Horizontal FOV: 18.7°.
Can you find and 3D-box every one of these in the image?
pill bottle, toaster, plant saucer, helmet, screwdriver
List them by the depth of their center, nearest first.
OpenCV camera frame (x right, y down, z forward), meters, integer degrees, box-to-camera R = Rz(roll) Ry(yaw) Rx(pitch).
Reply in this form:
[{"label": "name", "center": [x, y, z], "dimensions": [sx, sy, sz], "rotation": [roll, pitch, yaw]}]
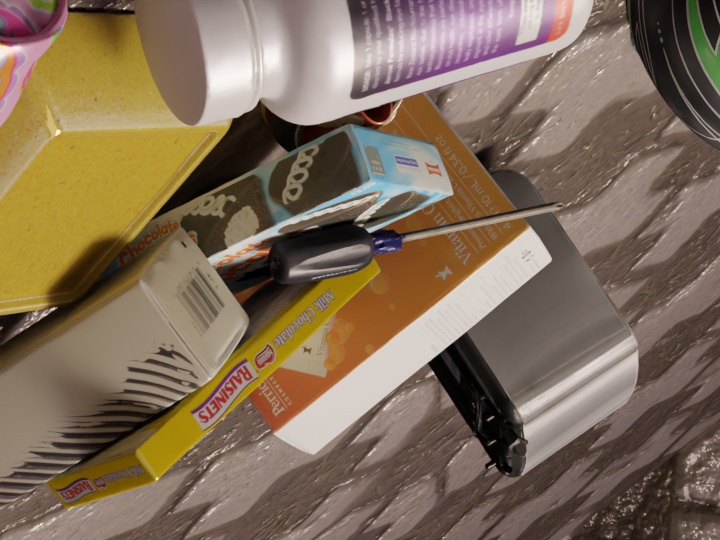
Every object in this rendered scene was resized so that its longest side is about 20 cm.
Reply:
[{"label": "pill bottle", "center": [0.000, -0.133, 1.021], "dimensions": [0.199, 0.112, 0.112], "rotation": [-18, 156, -23]}, {"label": "plant saucer", "center": [-0.156, -0.040, 1.074], "dimensions": [0.200, 0.049, 0.199], "rotation": [-47, 160, 26]}, {"label": "screwdriver", "center": [0.034, -0.018, 1.236], "dimensions": [0.199, 0.028, 0.029], "rotation": [-8, 136, -35]}, {"label": "helmet", "center": [0.254, -0.164, 1.319], "dimensions": [0.191, 0.200, 0.200], "rotation": [-50, 160, 23]}, {"label": "toaster", "center": [0.106, 0.045, 1.566], "dimensions": [0.118, 0.201, 0.181], "rotation": [-31, 162, -6]}]

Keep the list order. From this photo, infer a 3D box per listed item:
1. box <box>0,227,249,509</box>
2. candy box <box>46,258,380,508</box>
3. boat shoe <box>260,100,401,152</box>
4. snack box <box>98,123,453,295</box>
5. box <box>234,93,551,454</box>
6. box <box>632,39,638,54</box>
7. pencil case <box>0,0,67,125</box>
[{"label": "box", "center": [-0.162, 0.063, 1.186], "dimensions": [0.199, 0.069, 0.082], "rotation": [-32, -169, 25]}, {"label": "candy box", "center": [-0.080, 0.057, 1.214], "dimensions": [0.102, 0.027, 0.200], "rotation": [-19, -161, 51]}, {"label": "boat shoe", "center": [-0.005, -0.107, 1.183], "dimensions": [0.071, 0.063, 0.200], "rotation": [-32, 163, -24]}, {"label": "snack box", "center": [-0.059, -0.022, 1.234], "dimensions": [0.199, 0.037, 0.116], "rotation": [-24, 168, 23]}, {"label": "box", "center": [0.000, 0.000, 1.360], "dimensions": [0.200, 0.125, 0.097], "rotation": [-39, 163, 3]}, {"label": "box", "center": [0.279, -0.209, 1.511], "dimensions": [0.200, 0.049, 0.082], "rotation": [-38, 162, -1]}, {"label": "pencil case", "center": [-0.199, -0.057, 0.889], "dimensions": [0.087, 0.088, 0.200], "rotation": [-15, 153, -51]}]
